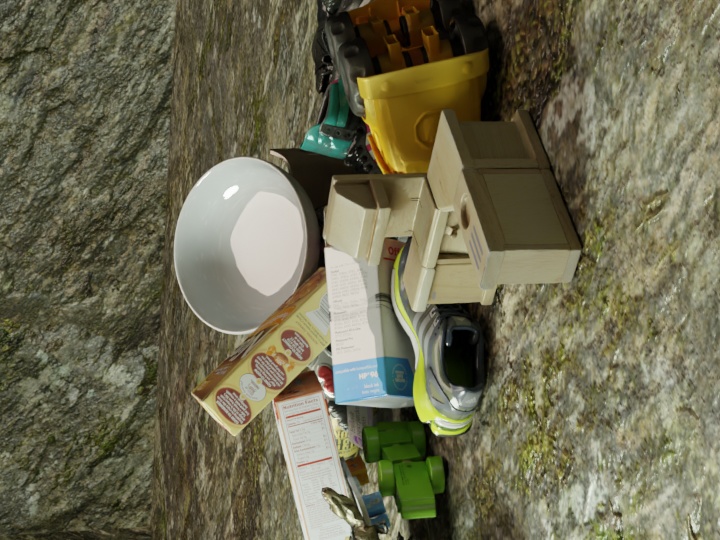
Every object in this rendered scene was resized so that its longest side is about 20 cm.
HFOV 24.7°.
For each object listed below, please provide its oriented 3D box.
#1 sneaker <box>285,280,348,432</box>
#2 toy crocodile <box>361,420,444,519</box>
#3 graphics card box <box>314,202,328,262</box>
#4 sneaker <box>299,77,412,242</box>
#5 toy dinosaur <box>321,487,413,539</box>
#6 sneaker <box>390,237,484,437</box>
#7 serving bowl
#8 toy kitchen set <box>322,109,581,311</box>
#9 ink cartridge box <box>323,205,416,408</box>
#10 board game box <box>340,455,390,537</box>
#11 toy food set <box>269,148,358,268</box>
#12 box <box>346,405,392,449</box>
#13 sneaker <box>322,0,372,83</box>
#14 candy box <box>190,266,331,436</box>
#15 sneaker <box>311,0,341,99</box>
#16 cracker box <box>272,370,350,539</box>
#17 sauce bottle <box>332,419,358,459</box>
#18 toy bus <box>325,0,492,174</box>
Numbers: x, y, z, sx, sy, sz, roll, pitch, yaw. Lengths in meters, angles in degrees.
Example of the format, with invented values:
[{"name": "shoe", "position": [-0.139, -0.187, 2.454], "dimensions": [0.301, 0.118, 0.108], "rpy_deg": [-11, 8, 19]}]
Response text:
[{"name": "sneaker", "position": [-0.031, 0.095, 1.912], "dimensions": [0.083, 0.080, 0.201], "rpy_deg": [-72, -38, -76]}, {"name": "toy crocodile", "position": [0.045, 0.209, 1.726], "dimensions": [0.200, 0.067, 0.062], "rpy_deg": [-117, 23, -65]}, {"name": "graphics card box", "position": [0.000, 0.000, 1.842], "dimensions": [0.200, 0.051, 0.126], "rpy_deg": [-139, 27, -70]}, {"name": "sneaker", "position": [-0.004, -0.123, 1.778], "dimensions": [0.084, 0.120, 0.202], "rpy_deg": [126, 139, -69]}, {"name": "toy dinosaur", "position": [0.024, 0.293, 1.564], "dimensions": [0.088, 0.047, 0.201], "rpy_deg": [-26, 83, 65]}, {"name": "sneaker", "position": [0.083, 0.052, 1.572], "dimensions": [0.081, 0.073, 0.201], "rpy_deg": [129, 133, -55]}, {"name": "serving bowl", "position": [-0.119, -0.026, 1.878], "dimensions": [0.199, 0.066, 0.202], "rpy_deg": [-4, 83, 36]}, {"name": "toy kitchen set", "position": [0.067, -0.007, 1.409], "dimensions": [0.181, 0.162, 0.201], "rpy_deg": [-105, 19, -44]}, {"name": "ink cartridge box", "position": [0.025, 0.034, 1.661], "dimensions": [0.067, 0.116, 0.202], "rpy_deg": [-11, 78, 33]}, {"name": "board game box", "position": [0.029, 0.303, 1.711], "dimensions": [0.200, 0.026, 0.201], "rpy_deg": [-138, 29, -81]}, {"name": "toy food set", "position": [-0.061, -0.046, 1.970], "dimensions": [0.060, 0.143, 0.202], "rpy_deg": [1, 94, 35]}, {"name": "box", "position": [0.009, 0.124, 1.792], "dimensions": [0.039, 0.041, 0.201], "rpy_deg": [28, 145, 25]}, {"name": "sneaker", "position": [-0.007, -0.240, 1.859], "dimensions": [0.091, 0.066, 0.201], "rpy_deg": [49, 138, 41]}, {"name": "candy box", "position": [-0.086, 0.083, 1.739], "dimensions": [0.055, 0.200, 0.115], "rpy_deg": [48, 172, -8]}, {"name": "sneaker", "position": [-0.016, -0.272, 1.921], "dimensions": [0.200, 0.076, 0.115], "rpy_deg": [103, 158, -55]}, {"name": "cracker box", "position": [-0.048, 0.217, 1.758], "dimensions": [0.134, 0.057, 0.202], "rpy_deg": [-138, 36, -83]}, {"name": "sauce bottle", "position": [-0.031, 0.211, 2.047], "dimensions": [0.065, 0.064, 0.201], "rpy_deg": [-113, 24, -56]}, {"name": "toy bus", "position": [0.054, -0.154, 1.568], "dimensions": [0.200, 0.135, 0.193], "rpy_deg": [-113, 9, -61]}]
